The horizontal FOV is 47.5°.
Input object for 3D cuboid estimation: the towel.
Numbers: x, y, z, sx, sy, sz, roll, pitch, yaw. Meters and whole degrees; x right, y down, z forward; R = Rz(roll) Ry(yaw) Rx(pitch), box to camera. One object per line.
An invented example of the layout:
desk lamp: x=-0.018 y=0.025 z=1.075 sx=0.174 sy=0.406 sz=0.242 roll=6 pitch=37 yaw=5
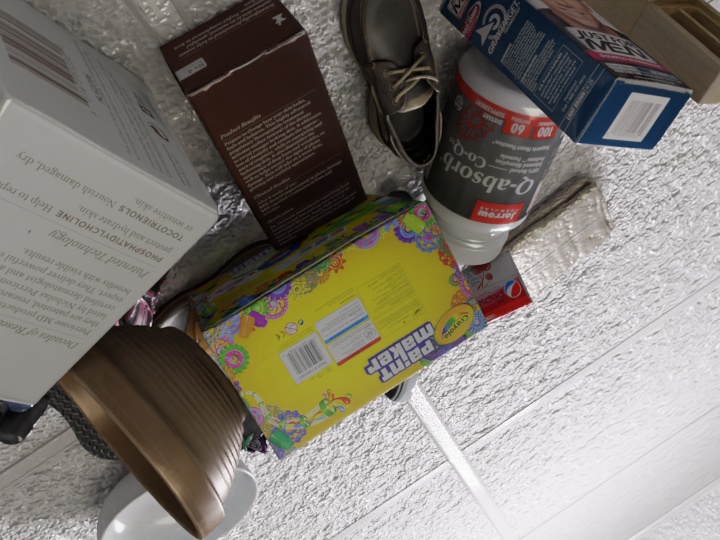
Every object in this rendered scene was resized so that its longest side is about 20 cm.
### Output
towel: x=0.231 y=-0.029 z=1.048 sx=0.200 sy=0.034 sz=0.133 roll=-37 pitch=143 yaw=5

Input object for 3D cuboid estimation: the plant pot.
plant pot: x=-0.160 y=0.111 z=0.664 sx=0.093 sy=0.201 sz=0.201 roll=-41 pitch=149 yaw=-25

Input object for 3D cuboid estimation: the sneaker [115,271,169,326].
sneaker: x=-0.203 y=0.016 z=0.732 sx=0.095 sy=0.079 sz=0.200 roll=-30 pitch=147 yaw=-26

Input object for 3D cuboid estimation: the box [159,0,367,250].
box: x=-0.073 y=-0.116 z=0.677 sx=0.100 sy=0.075 sz=0.200 roll=-30 pitch=146 yaw=-6

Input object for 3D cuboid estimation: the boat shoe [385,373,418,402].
boat shoe: x=0.030 y=0.087 z=1.002 sx=0.071 sy=0.072 sz=0.200 roll=-12 pitch=129 yaw=-15

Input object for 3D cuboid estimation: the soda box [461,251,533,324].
soda box: x=0.118 y=0.042 z=0.940 sx=0.070 sy=0.063 sz=0.200 roll=-22 pitch=171 yaw=-17

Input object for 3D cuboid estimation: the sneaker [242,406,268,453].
sneaker: x=-0.153 y=0.176 z=0.930 sx=0.200 sy=0.088 sz=0.074 roll=-15 pitch=140 yaw=-25

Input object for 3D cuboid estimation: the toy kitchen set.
toy kitchen set: x=0.341 y=-0.284 z=0.717 sx=0.163 sy=0.181 sz=0.200 roll=-10 pitch=142 yaw=-31

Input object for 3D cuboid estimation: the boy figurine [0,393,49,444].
boy figurine: x=-0.322 y=0.056 z=0.656 sx=0.124 sy=0.064 sz=0.200 roll=0 pitch=134 yaw=14

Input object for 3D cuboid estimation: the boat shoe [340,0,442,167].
boat shoe: x=0.040 y=-0.169 z=0.702 sx=0.074 sy=0.073 sz=0.200 roll=-31 pitch=144 yaw=-6

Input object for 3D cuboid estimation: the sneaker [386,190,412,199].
sneaker: x=0.000 y=0.000 z=0.868 sx=0.081 sy=0.074 sz=0.200 roll=4 pitch=128 yaw=-36

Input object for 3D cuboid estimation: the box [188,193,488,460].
box: x=-0.030 y=0.033 z=0.718 sx=0.200 sy=0.193 sz=0.122 roll=-31 pitch=104 yaw=-9

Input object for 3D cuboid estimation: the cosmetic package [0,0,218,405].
cosmetic package: x=-0.239 y=-0.049 z=0.539 sx=0.200 sy=0.167 sz=0.166 roll=-43 pitch=144 yaw=13

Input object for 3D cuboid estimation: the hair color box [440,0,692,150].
hair color box: x=0.164 y=-0.183 z=0.675 sx=0.100 sy=0.200 sz=0.061 roll=-2 pitch=134 yaw=-37

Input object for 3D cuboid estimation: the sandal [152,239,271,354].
sandal: x=-0.143 y=0.049 z=0.822 sx=0.200 sy=0.055 sz=0.082 roll=-36 pitch=144 yaw=2

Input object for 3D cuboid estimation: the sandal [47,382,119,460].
sandal: x=-0.272 y=0.119 z=0.817 sx=0.075 sy=0.048 sz=0.201 roll=-31 pitch=131 yaw=-4

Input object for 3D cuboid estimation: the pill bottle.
pill bottle: x=0.126 y=-0.109 z=0.802 sx=0.116 sy=0.116 sz=0.200 roll=-12 pitch=138 yaw=-28

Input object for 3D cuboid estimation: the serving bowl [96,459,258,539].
serving bowl: x=-0.230 y=0.280 z=1.008 sx=0.200 sy=0.066 sz=0.200 roll=-22 pitch=143 yaw=-17
